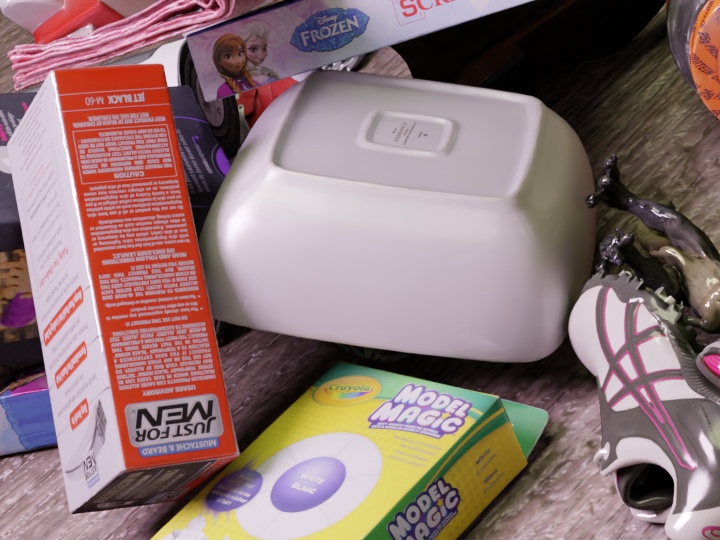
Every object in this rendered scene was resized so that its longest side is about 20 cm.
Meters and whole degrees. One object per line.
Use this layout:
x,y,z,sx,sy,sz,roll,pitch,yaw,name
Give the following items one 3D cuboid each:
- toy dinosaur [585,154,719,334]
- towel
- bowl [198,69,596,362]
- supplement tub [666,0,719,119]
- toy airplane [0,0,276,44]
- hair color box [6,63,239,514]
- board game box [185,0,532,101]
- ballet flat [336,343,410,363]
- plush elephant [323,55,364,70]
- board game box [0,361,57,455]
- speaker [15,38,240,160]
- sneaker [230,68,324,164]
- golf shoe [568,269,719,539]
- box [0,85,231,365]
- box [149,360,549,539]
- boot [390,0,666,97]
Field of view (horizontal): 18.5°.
0.154,-0.009,1.098,0.048,0.088,0.200,-55,24,12,toy dinosaur
-0.081,-0.144,1.189,0.144,0.023,0.200,-14,9,29,towel
0.023,-0.040,1.134,0.199,0.075,0.200,9,29,8,bowl
0.234,-0.164,1.246,0.122,0.123,0.200,-14,30,16,supplement tub
-0.139,-0.192,1.476,0.200,0.199,0.141,-22,54,-32,toy airplane
-0.121,0.011,1.095,0.064,0.200,0.111,-5,-14,-22,hair color box
0.024,-0.154,1.247,0.200,0.041,0.200,-16,8,14,board game box
0.000,0.000,1.219,0.074,0.074,0.200,-14,28,18,ballet flat
0.019,-0.245,1.507,0.200,0.155,0.165,-37,31,-24,plush elephant
-0.235,0.044,1.325,0.199,0.043,0.200,-13,30,19,board game box
-0.180,-0.079,1.365,0.200,0.081,0.081,-15,29,22,speaker
-0.099,-0.084,1.412,0.112,0.071,0.200,-37,23,-31,sneaker
0.131,0.060,0.997,0.088,0.077,0.200,-45,24,-4,golf shoe
-0.178,-0.025,1.229,0.200,0.106,0.122,-4,40,-23,box
-0.011,0.111,1.044,0.117,0.048,0.200,9,41,45,box
0.109,-0.170,1.365,0.200,0.075,0.097,-36,58,-16,boot
